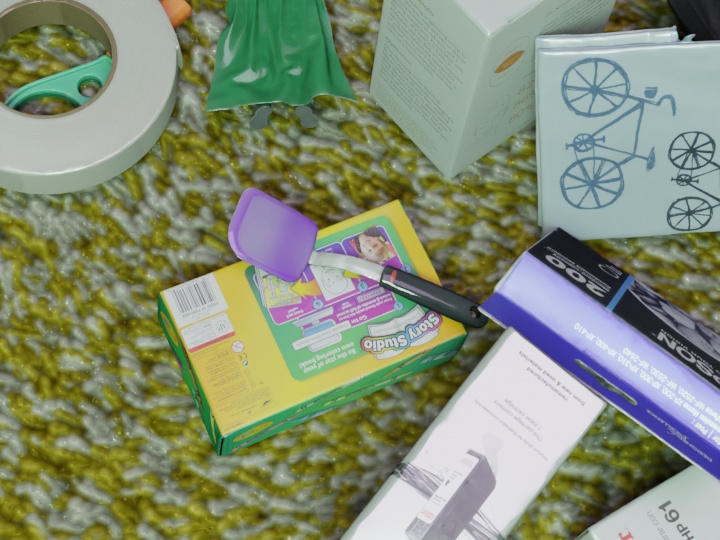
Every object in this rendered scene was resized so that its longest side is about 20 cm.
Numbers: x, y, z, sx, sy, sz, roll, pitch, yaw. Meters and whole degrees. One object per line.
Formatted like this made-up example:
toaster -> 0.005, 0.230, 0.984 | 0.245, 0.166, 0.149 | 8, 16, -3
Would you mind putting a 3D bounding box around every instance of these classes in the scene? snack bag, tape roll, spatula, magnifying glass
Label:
snack bag -> 0.230, -0.100, 1.039 | 0.199, 0.189, 0.021 | -3, 42, 7
tape roll -> -0.240, -0.156, 1.078 | 0.202, 0.037, 0.204 | 2, 67, -4
spatula -> 0.000, 0.000, 1.008 | 0.199, 0.021, 0.057 | 21, 64, 0
magnifying glass -> -0.209, -0.149, 1.107 | 0.080, 0.022, 0.200 | 38, 68, 9

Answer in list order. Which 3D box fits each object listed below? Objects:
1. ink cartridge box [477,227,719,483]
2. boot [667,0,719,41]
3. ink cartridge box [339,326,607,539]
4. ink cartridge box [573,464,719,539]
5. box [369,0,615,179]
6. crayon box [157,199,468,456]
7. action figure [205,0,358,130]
ink cartridge box -> 0.193, 0.050, 0.992 | 0.198, 0.200, 0.043 | 36, 109, 9
boot -> 0.314, -0.160, 1.146 | 0.066, 0.165, 0.200 | -31, 47, 14
ink cartridge box -> 0.064, 0.149, 0.932 | 0.084, 0.144, 0.200 | 39, 81, 9
ink cartridge box -> 0.265, 0.206, 0.986 | 0.199, 0.085, 0.145 | -27, 74, -15
box -> 0.103, -0.191, 1.064 | 0.152, 0.200, 0.106 | -35, 71, -20
crayon box -> -0.036, 0.041, 1.030 | 0.199, 0.058, 0.119 | -21, 72, -15
action figure -> -0.067, -0.207, 1.131 | 0.118, 0.055, 0.201 | -1, 61, -6
